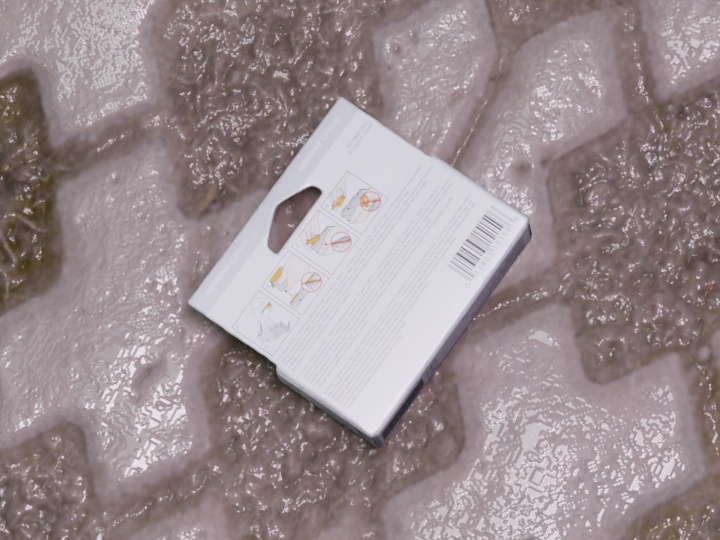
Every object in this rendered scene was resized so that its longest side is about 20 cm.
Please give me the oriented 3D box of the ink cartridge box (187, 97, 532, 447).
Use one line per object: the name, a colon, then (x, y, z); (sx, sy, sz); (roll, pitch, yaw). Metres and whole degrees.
ink cartridge box: (0.000, 0.000, 1.635); (0.173, 0.044, 0.200); (34, 81, 15)
